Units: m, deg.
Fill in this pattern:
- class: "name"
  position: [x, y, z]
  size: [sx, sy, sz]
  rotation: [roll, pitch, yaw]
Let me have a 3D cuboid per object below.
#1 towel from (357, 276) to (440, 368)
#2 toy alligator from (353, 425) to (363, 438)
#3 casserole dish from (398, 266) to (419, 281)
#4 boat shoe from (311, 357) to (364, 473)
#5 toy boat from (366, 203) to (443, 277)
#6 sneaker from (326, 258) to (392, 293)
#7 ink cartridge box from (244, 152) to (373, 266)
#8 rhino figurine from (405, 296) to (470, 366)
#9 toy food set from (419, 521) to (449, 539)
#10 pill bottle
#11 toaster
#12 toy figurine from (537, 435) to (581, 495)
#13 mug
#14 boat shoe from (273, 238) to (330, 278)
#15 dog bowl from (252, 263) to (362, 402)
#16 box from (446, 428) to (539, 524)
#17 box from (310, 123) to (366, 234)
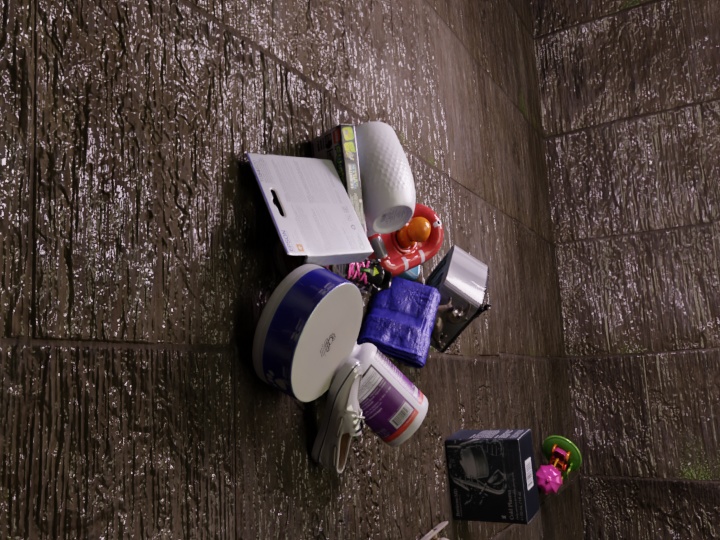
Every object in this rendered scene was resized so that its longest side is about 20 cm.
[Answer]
- class: "towel"
  position: [0.086, 0.096, 1.377]
  size: [0.050, 0.143, 0.203]
  rotation: [104, 6, -46]
- class: "toy alligator"
  position: [0.017, 0.228, 1.300]
  size: [0.059, 0.053, 0.205]
  rotation: [47, 44, -46]
- class: "casserole dish"
  position: [0.092, -0.045, 1.527]
  size: [0.199, 0.038, 0.125]
  rotation: [36, 52, -52]
- class: "boat shoe"
  position: [-0.023, 0.249, 1.113]
  size: [0.070, 0.069, 0.206]
  rotation: [-7, 119, -60]
- class: "toy boat"
  position: [0.103, -0.074, 1.400]
  size: [0.197, 0.130, 0.134]
  rotation: [-23, 89, -36]
- class: "sneaker"
  position: [0.000, 0.000, 1.287]
  size: [0.199, 0.085, 0.076]
  rotation: [26, 69, -57]
- class: "ink cartridge box"
  position: [-0.091, -0.102, 1.109]
  size: [0.196, 0.040, 0.204]
  rotation: [-2, 61, -46]
- class: "rhino figurine"
  position: [0.160, 0.125, 1.464]
  size: [0.088, 0.197, 0.060]
  rotation: [54, 13, -19]
- class: "toy food set"
  position: [0.172, 0.679, 1.461]
  size: [0.142, 0.059, 0.207]
  rotation: [2, 81, -61]
- class: "pill bottle"
  position: [0.024, 0.214, 1.207]
  size: [0.200, 0.112, 0.113]
  rotation: [45, 38, -6]
- class: "toaster"
  position: [0.218, 0.062, 1.561]
  size: [0.117, 0.201, 0.183]
  rotation: [32, 37, -6]
- class: "toy figurine"
  position: [0.682, 0.727, 2.360]
  size: [0.183, 0.147, 0.205]
  rotation: [-36, 139, -44]
- class: "mug"
  position: [0.024, -0.154, 1.298]
  size: [0.144, 0.202, 0.179]
  rotation: [-7, 59, -27]
- class: "boat shoe"
  position: [-0.081, 0.028, 1.153]
  size: [0.203, 0.070, 0.077]
  rotation: [63, 34, -30]
- class: "dog bowl"
  position: [-0.079, 0.099, 1.048]
  size: [0.200, 0.077, 0.205]
  rotation: [-44, 146, -40]
- class: "box"
  position: [0.332, 0.511, 1.660]
  size: [0.123, 0.192, 0.207]
  rotation: [1, 82, -59]
- class: "box"
  position: [-0.043, -0.156, 1.232]
  size: [0.034, 0.109, 0.207]
  rotation: [-4, 86, -35]
